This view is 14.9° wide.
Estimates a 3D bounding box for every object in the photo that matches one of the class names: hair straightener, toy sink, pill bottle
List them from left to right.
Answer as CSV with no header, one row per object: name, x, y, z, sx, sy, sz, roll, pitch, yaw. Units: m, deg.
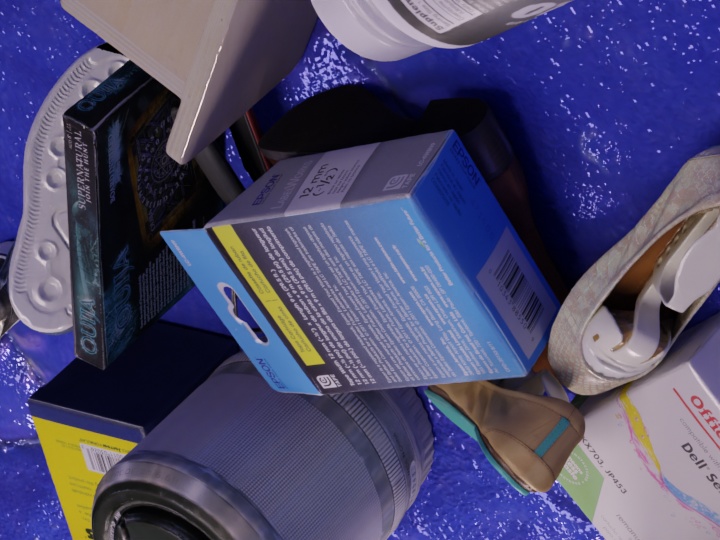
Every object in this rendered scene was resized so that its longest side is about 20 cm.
toy sink,-0.089,-0.184,1.588,0.112,0.130,0.200,37,141,11
hair straightener,-0.082,-0.030,1.743,0.041,0.077,0.200,37,156,41
pill bottle,0.067,-0.185,1.460,0.200,0.114,0.114,-21,108,49

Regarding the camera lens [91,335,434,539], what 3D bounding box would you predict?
camera lens,-0.065,0.146,1.789,0.160,0.200,0.160,24,136,26

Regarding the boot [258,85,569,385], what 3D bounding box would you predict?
boot,0.044,-0.018,1.684,0.188,0.069,0.200,-1,130,35

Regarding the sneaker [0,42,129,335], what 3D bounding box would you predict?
sneaker,-0.183,-0.055,1.824,0.080,0.146,0.200,17,93,-3

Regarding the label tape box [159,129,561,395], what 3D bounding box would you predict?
label tape box,0.000,0.000,1.629,0.200,0.066,0.143,-6,129,41

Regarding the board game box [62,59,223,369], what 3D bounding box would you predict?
board game box,-0.135,-0.050,1.737,0.028,0.135,0.200,25,136,23

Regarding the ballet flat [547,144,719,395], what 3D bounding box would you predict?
ballet flat,0.163,0.012,1.543,0.067,0.062,0.200,20,127,-15

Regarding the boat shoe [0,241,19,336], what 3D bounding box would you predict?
boat shoe,-0.298,0.042,2.016,0.071,0.064,0.200,47,141,-1

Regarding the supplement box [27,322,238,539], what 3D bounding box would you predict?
supplement box,-0.137,0.149,1.928,0.109,0.109,0.200,11,129,35

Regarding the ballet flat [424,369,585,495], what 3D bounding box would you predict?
ballet flat,0.092,0.084,1.641,0.069,0.063,0.200,42,180,-17

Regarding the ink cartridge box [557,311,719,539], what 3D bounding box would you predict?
ink cartridge box,0.207,0.098,1.612,0.117,0.067,0.200,50,141,-4
